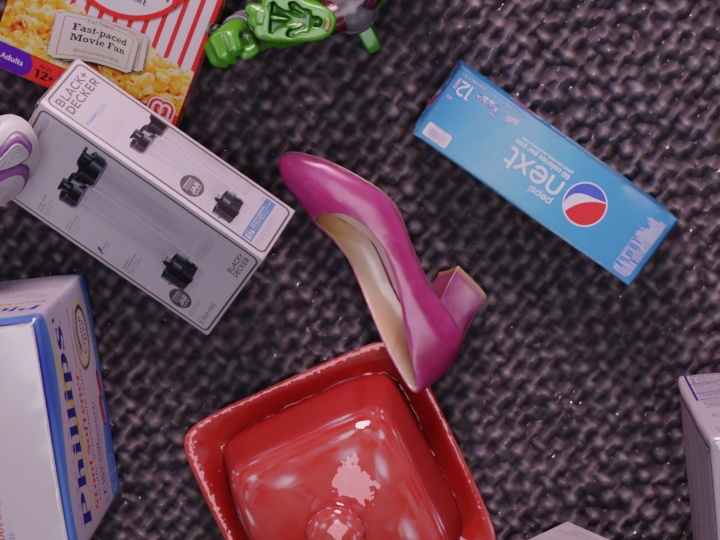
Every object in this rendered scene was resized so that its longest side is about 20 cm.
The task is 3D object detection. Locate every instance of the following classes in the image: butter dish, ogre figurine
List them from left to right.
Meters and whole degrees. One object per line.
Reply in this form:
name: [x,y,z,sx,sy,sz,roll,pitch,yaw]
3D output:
butter dish: [-0.016,0.182,1.474,0.199,0.148,0.200,-24,98,4]
ogre figurine: [-0.015,-0.204,1.425,0.098,0.120,0.200,44,96,-1]

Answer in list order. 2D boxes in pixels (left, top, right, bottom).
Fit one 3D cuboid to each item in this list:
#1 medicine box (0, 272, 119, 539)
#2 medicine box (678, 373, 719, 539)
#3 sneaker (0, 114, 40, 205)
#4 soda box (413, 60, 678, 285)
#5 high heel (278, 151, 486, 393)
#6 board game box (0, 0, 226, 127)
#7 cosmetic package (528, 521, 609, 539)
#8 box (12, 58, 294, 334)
medicine box: [-0.255,0.110,1.440,0.103,0.200,0.183,-7,99,3]
medicine box: [0.301,0.182,1.432,0.103,0.200,0.183,-6,99,4]
sneaker: [-0.304,-0.079,1.431,0.075,0.200,0.100,-19,82,-38]
soda box: [0.138,-0.074,1.468,0.200,0.068,0.064,36,99,-4]
high heel: [0.000,0.000,1.473,0.200,0.067,0.096,42,64,-16]
board game box: [-0.173,-0.217,1.436,0.151,0.046,0.200,22,117,-2]
cosmetic package: [0.108,0.273,1.473,0.200,0.113,0.081,-24,101,-15]
box: [-0.163,-0.054,1.455,0.200,0.060,0.117,34,138,-4]
